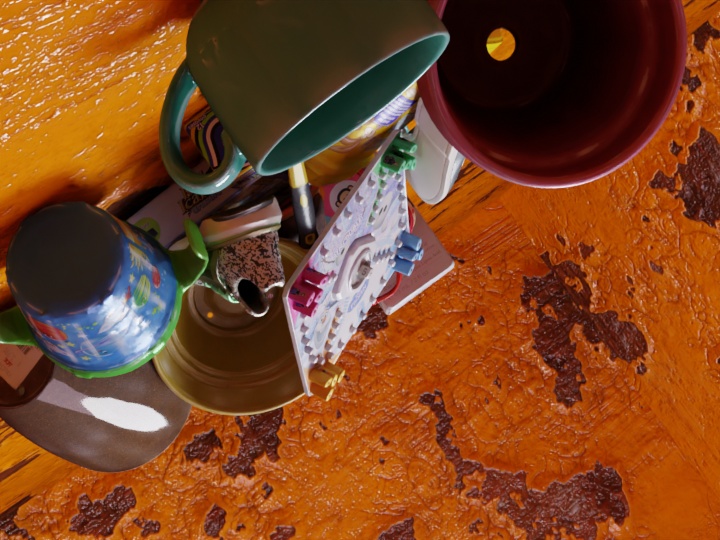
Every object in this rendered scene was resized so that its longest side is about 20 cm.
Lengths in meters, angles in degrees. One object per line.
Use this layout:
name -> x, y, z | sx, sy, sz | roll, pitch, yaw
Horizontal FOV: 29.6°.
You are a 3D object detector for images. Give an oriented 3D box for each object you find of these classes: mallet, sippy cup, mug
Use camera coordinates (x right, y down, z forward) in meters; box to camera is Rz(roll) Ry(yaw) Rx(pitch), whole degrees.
mallet -> -0.042, -0.081, 1.116 | 0.066, 0.041, 0.200 | -26, 150, -3
sippy cup -> -0.222, 0.008, 1.101 | 0.178, 0.140, 0.130 | -54, 168, -11
mug -> -0.048, -0.144, 0.872 | 0.185, 0.115, 0.152 | -33, 175, -27

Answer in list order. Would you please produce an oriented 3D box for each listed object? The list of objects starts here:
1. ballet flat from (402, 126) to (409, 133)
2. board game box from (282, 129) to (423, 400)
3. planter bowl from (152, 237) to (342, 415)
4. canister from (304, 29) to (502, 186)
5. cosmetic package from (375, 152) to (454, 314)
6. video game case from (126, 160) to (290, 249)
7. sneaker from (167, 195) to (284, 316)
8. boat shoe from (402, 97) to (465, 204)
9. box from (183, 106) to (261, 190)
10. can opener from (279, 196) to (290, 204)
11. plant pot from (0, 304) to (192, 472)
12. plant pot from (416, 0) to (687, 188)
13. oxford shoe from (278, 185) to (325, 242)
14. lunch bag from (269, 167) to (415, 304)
ballet flat -> 0.017, -0.167, 1.445 | 0.068, 0.068, 0.200 | -25, 164, -5
board game box -> 0.000, 0.000, 1.275 | 0.200, 0.026, 0.200 | -56, 159, -25
planter bowl -> -0.117, 0.038, 1.360 | 0.200, 0.200, 0.083 | -36, -147, 4
canister -> 0.023, -0.175, 1.248 | 0.200, 0.087, 0.148 | -39, 174, 22
cosmetic package -> 0.015, -0.057, 1.629 | 0.102, 0.200, 0.074 | -36, 176, -5
video game case -> -0.149, -0.057, 1.322 | 0.181, 0.045, 0.200 | -35, 176, 11
sneaker -> -0.113, 0.003, 1.186 | 0.077, 0.089, 0.200 | -16, 174, -21
boat shoe -> 0.081, -0.121, 1.256 | 0.062, 0.073, 0.200 | -33, 168, -16
box -> -0.044, -0.151, 1.131 | 0.200, 0.064, 0.070 | -37, 175, 6
can opener -> -0.107, -0.068, 1.475 | 0.200, 0.063, 0.079 | -39, -163, 14
plant pot -> -0.285, 0.096, 1.326 | 0.187, 0.187, 0.200 | -36, 160, 8
plant pot -> 0.129, -0.177, 1.061 | 0.200, 0.200, 0.179 | -36, -164, 1
oxford shoe -> -0.055, -0.036, 1.387 | 0.071, 0.073, 0.200 | -34, 175, -5
lunch bag -> -0.034, -0.025, 1.553 | 0.200, 0.176, 0.082 | -52, -176, 10
